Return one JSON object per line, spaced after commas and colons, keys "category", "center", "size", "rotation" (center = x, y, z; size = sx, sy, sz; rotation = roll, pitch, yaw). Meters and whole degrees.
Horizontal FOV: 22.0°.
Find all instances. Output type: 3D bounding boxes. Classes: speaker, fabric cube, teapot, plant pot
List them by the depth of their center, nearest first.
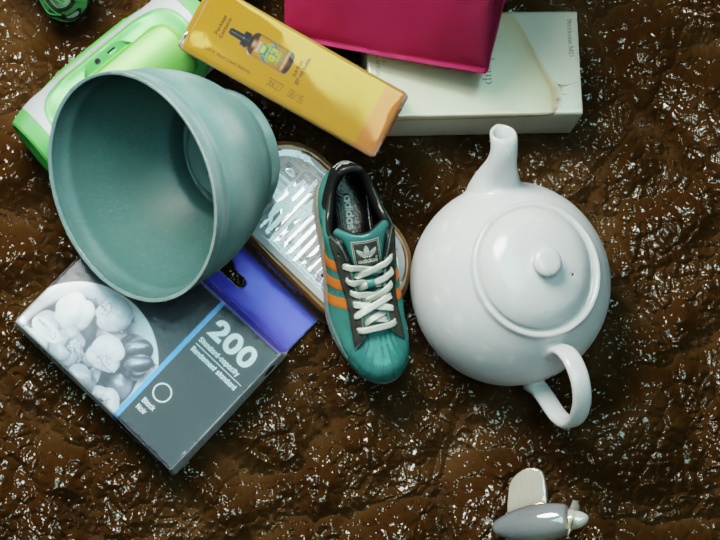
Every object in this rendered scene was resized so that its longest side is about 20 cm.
{"category": "plant pot", "center": [-0.155, -0.088, 1.612], "size": [0.134, 0.200, 0.201], "rotation": [-24, 80, -47]}
{"category": "fabric cube", "center": [0.045, -0.327, 1.638], "size": [0.195, 0.200, 0.201], "rotation": [10, 54, 8]}
{"category": "teapot", "center": [0.145, 0.010, 1.644], "size": [0.199, 0.146, 0.198], "rotation": [31, 74, -9]}
{"category": "speaker", "center": [-0.219, -0.169, 1.691], "size": [0.200, 0.088, 0.089], "rotation": [-41, 85, -10]}

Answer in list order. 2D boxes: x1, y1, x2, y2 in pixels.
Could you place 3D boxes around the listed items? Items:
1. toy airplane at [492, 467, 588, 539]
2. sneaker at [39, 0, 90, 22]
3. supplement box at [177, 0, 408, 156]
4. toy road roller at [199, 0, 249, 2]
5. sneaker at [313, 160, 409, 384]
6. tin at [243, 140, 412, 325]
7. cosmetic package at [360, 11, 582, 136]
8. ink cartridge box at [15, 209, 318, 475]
{"category": "toy airplane", "center": [0.156, 0.302, 1.607], "size": [0.200, 0.141, 0.199], "rotation": [44, 80, 4]}
{"category": "sneaker", "center": [-0.310, -0.314, 1.714], "size": [0.078, 0.085, 0.201], "rotation": [-12, 61, -39]}
{"category": "supplement box", "center": [-0.059, -0.177, 1.637], "size": [0.199, 0.069, 0.067], "rotation": [30, 95, -6]}
{"category": "toy road roller", "center": [-0.148, -0.349, 1.716], "size": [0.199, 0.123, 0.146], "rotation": [28, 64, 0]}
{"category": "sneaker", "center": [0.000, 0.000, 1.640], "size": [0.071, 0.080, 0.201], "rotation": [-13, 80, -9]}
{"category": "tin", "center": [-0.039, -0.032, 1.703], "size": [0.200, 0.042, 0.112], "rotation": [43, 81, 4]}
{"category": "cosmetic package", "center": [0.102, -0.183, 1.726], "size": [0.199, 0.073, 0.104], "rotation": [-3, 80, -4]}
{"category": "ink cartridge box", "center": [-0.173, 0.045, 1.678], "size": [0.198, 0.043, 0.200], "rotation": [42, 78, 4]}
